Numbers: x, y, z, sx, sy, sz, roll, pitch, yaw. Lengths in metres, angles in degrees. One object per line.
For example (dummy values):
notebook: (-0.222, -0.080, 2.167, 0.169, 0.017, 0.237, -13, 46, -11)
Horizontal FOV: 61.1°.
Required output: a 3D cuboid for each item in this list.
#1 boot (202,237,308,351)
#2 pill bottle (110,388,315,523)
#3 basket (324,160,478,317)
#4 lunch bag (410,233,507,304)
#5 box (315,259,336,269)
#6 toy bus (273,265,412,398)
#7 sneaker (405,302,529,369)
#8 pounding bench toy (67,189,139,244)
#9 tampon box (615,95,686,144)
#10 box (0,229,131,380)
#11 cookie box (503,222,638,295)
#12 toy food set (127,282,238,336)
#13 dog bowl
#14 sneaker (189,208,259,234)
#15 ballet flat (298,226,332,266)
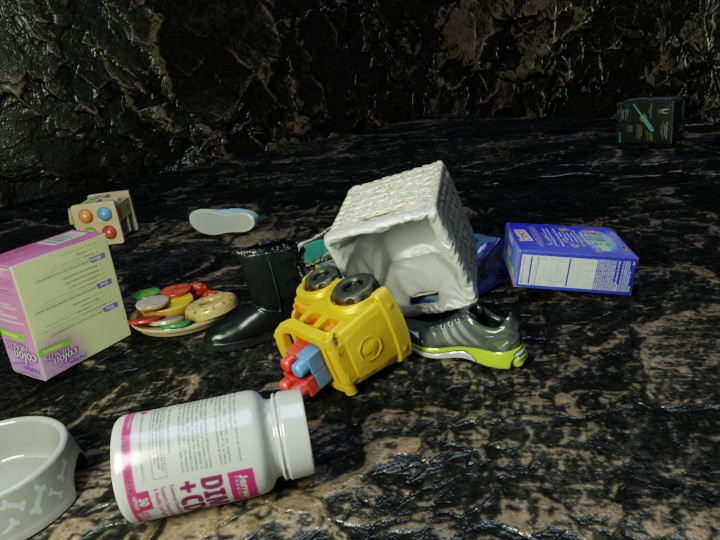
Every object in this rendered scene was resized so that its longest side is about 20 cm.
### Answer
boot: (-0.177, 0.039, 1.020, 0.198, 0.163, 0.073, -11, 19, -12)
pill bottle: (-0.155, 0.195, 0.665, 0.199, 0.114, 0.113, -10, 20, -8)
basket: (0.080, -0.043, 1.014, 0.198, 0.200, 0.161, -13, 35, 26)
lunch bag: (0.150, 0.013, 1.125, 0.150, 0.094, 0.200, 16, 43, 43)
box: (0.000, 0.000, 1.237, 0.200, 0.049, 0.117, -21, 24, -29)
toy bus: (-0.056, 0.102, 0.894, 0.192, 0.136, 0.200, -38, 31, -27)
sneaker: (0.149, 0.085, 0.904, 0.199, 0.081, 0.074, 4, 23, 28)
pounding bench toy: (-0.781, -0.146, 1.778, 0.199, 0.125, 0.156, -7, 21, 1)
tampon box: (1.045, -0.542, 2.197, 0.126, 0.150, 0.200, -25, 27, -39)
box: (-0.514, 0.052, 1.043, 0.096, 0.201, 0.176, 6, 24, 30)
cookie box: (0.370, -0.026, 1.105, 0.199, 0.075, 0.171, 4, 21, 5)
toy food set: (-0.340, 0.070, 1.152, 0.197, 0.049, 0.200, -14, 22, -24)
dog bowl: (-0.426, 0.242, 0.709, 0.199, 0.059, 0.200, -6, 20, 2)
sneaker: (-0.379, -0.140, 1.723, 0.199, 0.074, 0.082, 6, 14, 12)
ballet flat: (-0.083, -0.058, 1.400, 0.200, 0.072, 0.072, -21, 24, -34)
